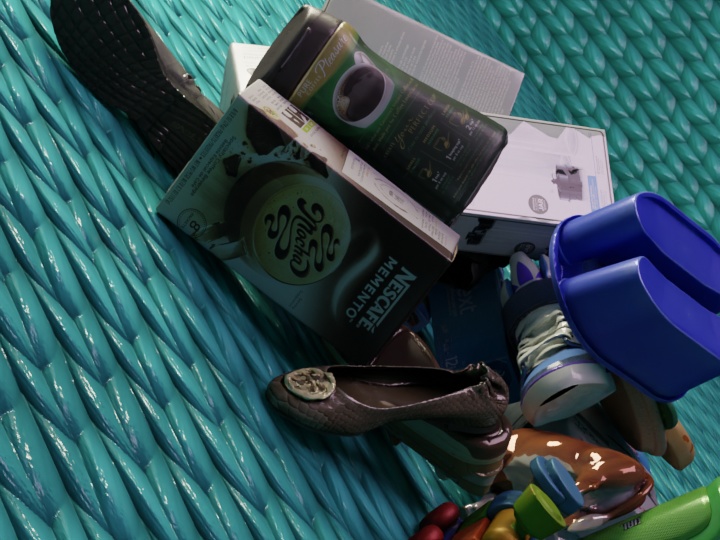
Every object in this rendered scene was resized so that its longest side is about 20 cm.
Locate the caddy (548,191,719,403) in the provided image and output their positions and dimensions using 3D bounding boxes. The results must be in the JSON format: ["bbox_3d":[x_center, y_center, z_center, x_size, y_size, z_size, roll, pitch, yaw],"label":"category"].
[{"bbox_3d":[0.238,0.026,1.556,0.200,0.105,0.142,33,46,-35],"label":"caddy"}]

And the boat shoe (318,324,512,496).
[{"bbox_3d":[0.033,0.105,1.449,0.072,0.076,0.200,-19,45,-33],"label":"boat shoe"}]

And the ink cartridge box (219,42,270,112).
[{"bbox_3d":[-0.041,-0.115,1.589,0.146,0.085,0.200,4,28,-12],"label":"ink cartridge box"}]

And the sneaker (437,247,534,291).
[{"bbox_3d":[0.111,-0.018,1.676,0.199,0.060,0.104,15,48,-1],"label":"sneaker"}]

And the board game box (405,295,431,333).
[{"bbox_3d":[-0.004,-0.038,1.745,0.200,0.037,0.151,49,14,-8],"label":"board game box"}]

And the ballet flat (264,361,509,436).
[{"bbox_3d":[0.024,0.087,1.335,0.199,0.046,0.067,5,36,-29],"label":"ballet flat"}]

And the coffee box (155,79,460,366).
[{"bbox_3d":[-0.037,-0.035,1.390,0.200,0.113,0.080,37,17,-2],"label":"coffee box"}]

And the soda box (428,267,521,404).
[{"bbox_3d":[0.103,0.038,1.718,0.200,0.068,0.064,-95,166,-46],"label":"soda box"}]

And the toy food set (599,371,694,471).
[{"bbox_3d":[0.244,0.084,1.718,0.198,0.049,0.200,69,-6,-49],"label":"toy food set"}]

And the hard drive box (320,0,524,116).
[{"bbox_3d":[0.034,-0.169,1.766,0.200,0.077,0.156,25,-25,-6],"label":"hard drive box"}]

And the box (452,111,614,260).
[{"bbox_3d":[0.121,-0.076,1.640,0.199,0.060,0.117,7,58,-13],"label":"box"}]

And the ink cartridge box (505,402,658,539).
[{"bbox_3d":[0.204,0.189,1.721,0.145,0.084,0.200,49,14,-11],"label":"ink cartridge box"}]

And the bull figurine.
[{"bbox_3d":[0.139,0.167,1.489,0.121,0.200,0.065,-21,105,-39],"label":"bull figurine"}]

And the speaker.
[{"bbox_3d":[0.227,0.228,1.431,0.089,0.200,0.089,57,16,-26],"label":"speaker"}]

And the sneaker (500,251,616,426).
[{"bbox_3d":[0.153,0.052,1.589,0.147,0.080,0.200,63,13,12],"label":"sneaker"}]

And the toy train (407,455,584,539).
[{"bbox_3d":[0.094,0.195,1.290,0.085,0.116,0.200,51,13,3],"label":"toy train"}]

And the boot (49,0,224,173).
[{"bbox_3d":[-0.178,-0.164,1.491,0.200,0.068,0.131,53,6,-18],"label":"boot"}]

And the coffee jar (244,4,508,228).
[{"bbox_3d":[0.010,-0.118,1.455,0.200,0.104,0.085,34,-15,0],"label":"coffee jar"}]
